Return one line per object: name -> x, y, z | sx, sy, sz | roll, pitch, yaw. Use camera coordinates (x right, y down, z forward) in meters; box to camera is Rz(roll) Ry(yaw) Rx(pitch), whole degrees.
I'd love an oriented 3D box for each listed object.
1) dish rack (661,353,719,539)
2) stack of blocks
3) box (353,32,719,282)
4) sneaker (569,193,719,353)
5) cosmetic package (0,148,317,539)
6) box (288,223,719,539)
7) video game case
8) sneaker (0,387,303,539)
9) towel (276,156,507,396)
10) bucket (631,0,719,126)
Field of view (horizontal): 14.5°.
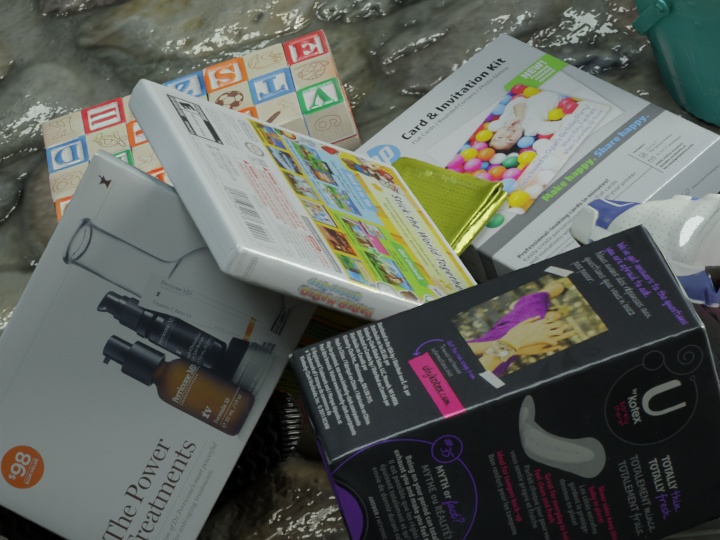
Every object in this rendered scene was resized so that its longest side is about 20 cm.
dish rack -> 0.210, 0.066, 1.521 | 0.171, 0.043, 0.201 | -13, 47, 48
stack of blocks -> -0.100, -0.072, 1.843 | 0.199, 0.059, 0.115 | -19, 40, 2
box -> 0.106, -0.060, 1.759 | 0.156, 0.041, 0.200 | -39, 42, -20
sneaker -> 0.215, -0.016, 1.498 | 0.115, 0.081, 0.199 | -53, 36, -13
cosmetic package -> -0.127, 0.055, 1.585 | 0.201, 0.150, 0.052 | -63, 3, 3
box -> 0.080, 0.080, 1.442 | 0.199, 0.123, 0.106 | -19, 33, -2
video game case -> -0.026, -0.030, 1.599 | 0.023, 0.181, 0.200 | -61, 32, 19
sneaker -> -0.136, 0.097, 1.670 | 0.199, 0.071, 0.094 | -20, 33, -3
towel -> 0.000, 0.000, 1.678 | 0.086, 0.018, 0.200 | 19, 49, 31
bucket -> 0.259, -0.194, 1.770 | 0.206, 0.135, 0.208 | -11, 41, 10
